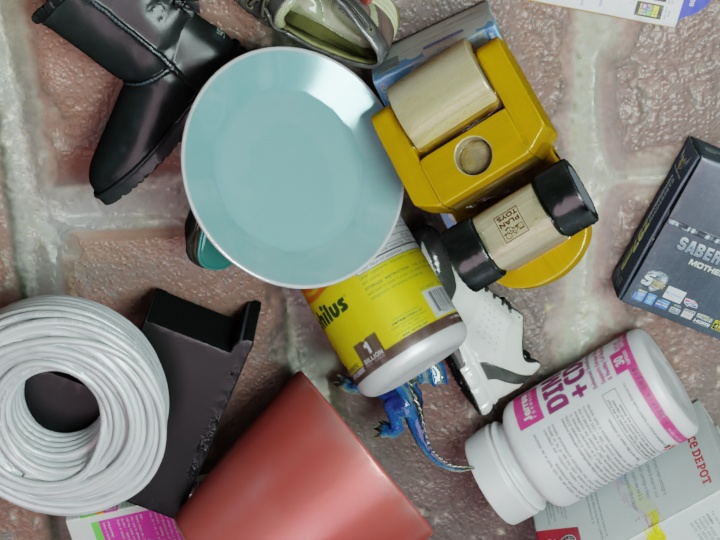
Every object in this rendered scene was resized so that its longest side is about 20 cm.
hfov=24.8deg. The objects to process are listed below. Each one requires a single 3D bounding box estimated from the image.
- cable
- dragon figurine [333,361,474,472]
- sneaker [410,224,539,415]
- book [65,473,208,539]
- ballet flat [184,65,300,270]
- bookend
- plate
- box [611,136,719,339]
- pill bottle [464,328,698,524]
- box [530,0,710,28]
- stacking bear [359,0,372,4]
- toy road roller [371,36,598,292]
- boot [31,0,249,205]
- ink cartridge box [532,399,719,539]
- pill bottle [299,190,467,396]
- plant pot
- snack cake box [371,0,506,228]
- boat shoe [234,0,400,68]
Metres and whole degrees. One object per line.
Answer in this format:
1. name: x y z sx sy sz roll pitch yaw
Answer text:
1. cable: -0.266 0.120 1.436 0.199 0.069 0.200 -31 108 13
2. dragon figurine: 0.038 0.101 1.500 0.200 0.059 0.100 51 141 13
3. sneaker: 0.100 0.035 1.507 0.080 0.074 0.201 -29 120 -4
4. book: -0.176 0.267 1.621 0.199 0.048 0.134 -12 125 3
5. ballet flat: -0.111 -0.097 1.415 0.068 0.068 0.201 14 113 -27
6. bookend: -0.220 0.097 1.511 0.199 0.092 0.200 20 112 -7
7. plate: -0.057 -0.083 1.340 0.199 0.026 0.202 5 78 -26
8. box: 0.351 -0.013 1.487 0.199 0.051 0.158 21 115 -12
9. pill bottle: 0.205 0.150 1.536 0.199 0.114 0.114 -32 114 15
10. box: 0.201 -0.274 1.351 0.199 0.042 0.120 9 118 -9
11. stacking bear: -0.051 -0.308 1.291 0.199 0.121 0.114 31 100 -5
12. toy road roller: 0.113 -0.080 1.348 0.122 0.146 0.201 -31 78 14
13. boot: -0.205 -0.173 1.377 0.198 0.073 0.162 -44 113 12
14. ink cartridge box: 0.287 0.255 1.576 0.199 0.146 0.145 -31 115 15
15. pill bottle: 0.000 0.000 1.417 0.109 0.109 0.201 -33 80 16
16. plant pot: -0.059 0.223 1.494 0.177 0.200 0.201 -41 114 -5
17. snack cake box: 0.100 -0.115 1.417 0.114 0.067 0.201 -24 116 9
18. boat shoe: -0.058 -0.230 1.349 0.200 0.066 0.072 26 126 -15
